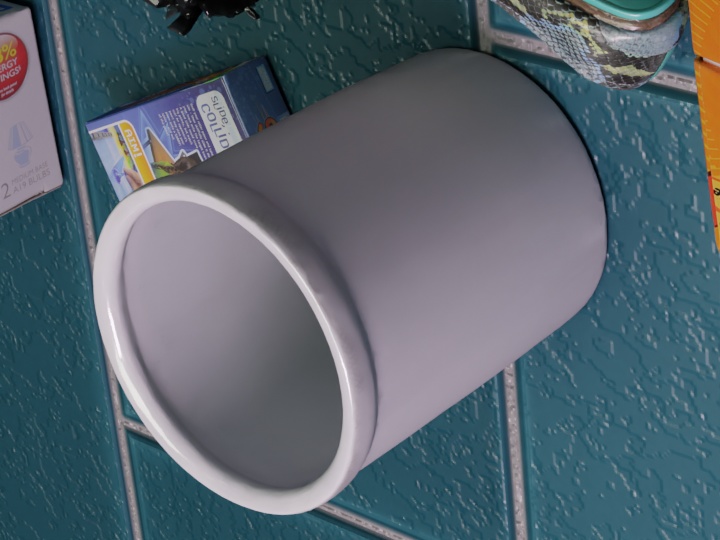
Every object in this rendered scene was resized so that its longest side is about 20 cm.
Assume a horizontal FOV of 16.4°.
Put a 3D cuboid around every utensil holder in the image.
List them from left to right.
[{"bbox_3d":[0.000,0.000,1.213,0.170,0.200,0.170,25,129,35],"label":"utensil holder"}]

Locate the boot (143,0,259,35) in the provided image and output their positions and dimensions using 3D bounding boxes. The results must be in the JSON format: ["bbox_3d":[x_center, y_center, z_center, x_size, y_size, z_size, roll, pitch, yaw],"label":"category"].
[{"bbox_3d":[-0.111,-0.223,1.248,0.162,0.073,0.199,44,154,56],"label":"boot"}]

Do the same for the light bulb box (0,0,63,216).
[{"bbox_3d":[-0.321,-0.087,1.500,0.200,0.198,0.125,19,128,40],"label":"light bulb box"}]

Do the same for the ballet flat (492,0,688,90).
[{"bbox_3d":[0.065,-0.147,1.161,0.200,0.074,0.074,41,138,26],"label":"ballet flat"}]

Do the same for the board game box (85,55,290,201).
[{"bbox_3d":[-0.066,-0.010,1.405,0.135,0.034,0.201,-12,105,49],"label":"board game box"}]

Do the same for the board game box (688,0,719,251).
[{"bbox_3d":[0.250,-0.098,0.848,0.200,0.200,0.200,27,148,34],"label":"board game box"}]
